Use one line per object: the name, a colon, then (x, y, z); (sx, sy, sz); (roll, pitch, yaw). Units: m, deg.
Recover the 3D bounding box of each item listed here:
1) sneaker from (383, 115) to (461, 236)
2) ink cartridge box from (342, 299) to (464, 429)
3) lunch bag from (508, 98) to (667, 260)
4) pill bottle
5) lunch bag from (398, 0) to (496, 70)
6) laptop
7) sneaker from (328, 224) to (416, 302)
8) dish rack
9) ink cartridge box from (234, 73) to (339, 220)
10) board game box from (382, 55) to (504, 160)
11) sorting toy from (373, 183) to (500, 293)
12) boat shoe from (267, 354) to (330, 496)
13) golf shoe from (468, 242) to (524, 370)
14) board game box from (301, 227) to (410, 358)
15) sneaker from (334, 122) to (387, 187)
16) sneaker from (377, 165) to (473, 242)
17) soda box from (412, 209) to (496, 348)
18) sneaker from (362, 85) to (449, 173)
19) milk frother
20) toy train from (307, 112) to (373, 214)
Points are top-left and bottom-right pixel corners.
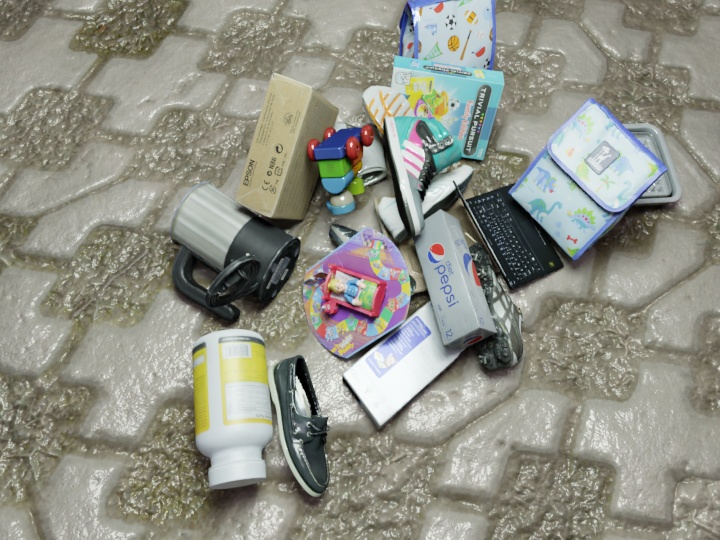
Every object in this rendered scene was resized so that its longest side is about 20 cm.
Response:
sneaker: (0.108, -0.160, 0.921); (0.116, 0.084, 0.207); (-10, 73, -2)
ink cartridge box: (0.073, 0.145, 0.910); (0.198, 0.039, 0.100); (-36, 73, -16)
lunch bag: (0.377, -0.151, 0.961); (0.171, 0.202, 0.126); (48, 36, 15)
pill bottle: (-0.184, 0.199, 0.829); (0.108, 0.113, 0.207); (-7, 67, -7)
lunch bag: (0.157, -0.410, 1.064); (0.164, 0.204, 0.126); (-14, 50, -9)
laptop: (0.251, -0.075, 0.960); (0.194, 0.104, 0.182); (-18, 71, -23)
sneaker: (0.000, 0.000, 0.948); (0.200, 0.076, 0.088); (45, 111, 34)
dish rack: (0.487, -0.192, 1.082); (0.192, 0.044, 0.178); (-3, 66, -5)
ink cartridge box: (-0.115, -0.191, 0.935); (0.073, 0.165, 0.207); (20, 97, 10)
board game box: (0.145, -0.291, 1.040); (0.192, 0.154, 0.048); (8, 44, 1)
sorting toy: (0.133, -0.060, 1.009); (0.193, 0.037, 0.191); (-11, 68, -13)
boat shoe: (-0.077, 0.219, 0.841); (0.065, 0.074, 0.204); (-32, 59, 21)
golf shoe: (0.214, 0.058, 0.939); (0.092, 0.077, 0.208); (5, 70, -42)
board game box: (-0.017, 0.036, 0.890); (0.197, 0.039, 0.162); (-33, 72, 23)
sneaker: (-0.046, -0.199, 1.034); (0.192, 0.074, 0.119); (-8, 64, -9)
sneaker: (0.113, -0.135, 0.982); (0.197, 0.071, 0.081); (-34, 71, -20)
soda box: (0.144, 0.013, 0.904); (0.067, 0.063, 0.206); (-30, 61, 30)
sneaker: (0.072, -0.238, 1.020); (0.200, 0.077, 0.079); (44, 70, -16)
milk frother: (-0.215, -0.037, 0.884); (0.184, 0.201, 0.183); (30, 71, 10)
toy train: (-0.013, -0.182, 0.963); (0.082, 0.120, 0.201); (2, 28, 20)
